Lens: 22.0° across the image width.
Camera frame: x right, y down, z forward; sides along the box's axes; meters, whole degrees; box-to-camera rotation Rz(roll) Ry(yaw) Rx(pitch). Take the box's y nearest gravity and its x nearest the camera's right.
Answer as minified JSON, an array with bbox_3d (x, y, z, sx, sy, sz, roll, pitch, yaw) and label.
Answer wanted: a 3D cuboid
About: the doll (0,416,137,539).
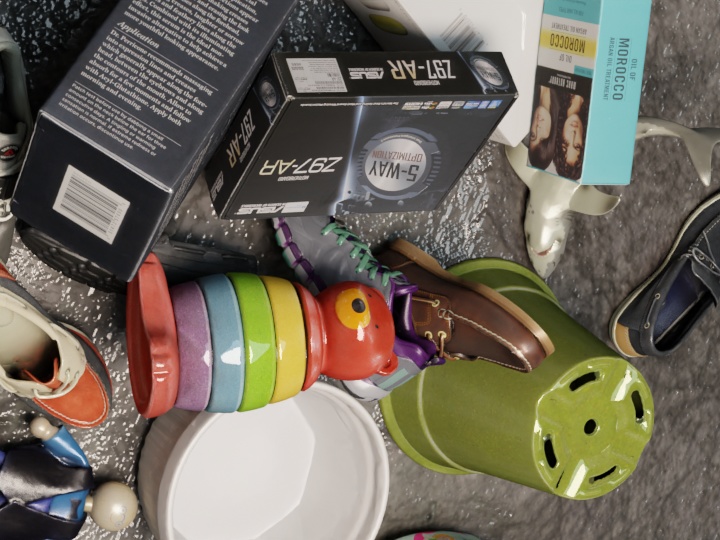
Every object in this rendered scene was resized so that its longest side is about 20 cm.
[{"bbox_3d":[-0.270,0.180,1.442,0.199,0.048,0.137,6,101,-27],"label":"doll"}]

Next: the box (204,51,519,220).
[{"bbox_3d":[-0.001,-0.103,1.419,0.199,0.044,0.160,-3,149,-29],"label":"box"}]

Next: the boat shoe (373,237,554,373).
[{"bbox_3d":[0.071,0.041,1.510,0.070,0.200,0.070,-43,131,-17],"label":"boat shoe"}]

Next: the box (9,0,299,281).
[{"bbox_3d":[-0.147,-0.120,1.319,0.107,0.148,0.200,31,59,-3],"label":"box"}]

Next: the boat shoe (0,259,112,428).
[{"bbox_3d":[-0.246,0.063,1.397,0.071,0.063,0.200,-36,132,-2],"label":"boat shoe"}]

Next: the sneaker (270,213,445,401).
[{"bbox_3d":[0.000,0.000,1.486,0.074,0.087,0.200,-18,82,-64],"label":"sneaker"}]

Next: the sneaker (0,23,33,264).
[{"bbox_3d":[-0.276,-0.082,1.349,0.074,0.088,0.201,-7,108,-29],"label":"sneaker"}]

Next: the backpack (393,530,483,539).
[{"bbox_3d":[0.074,0.335,1.626,0.177,0.150,0.201,7,95,-29],"label":"backpack"}]

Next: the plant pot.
[{"bbox_3d":[0.145,0.108,1.573,0.199,0.190,0.201,-8,107,-26],"label":"plant pot"}]

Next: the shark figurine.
[{"bbox_3d":[0.218,-0.100,1.612,0.128,0.214,0.089,60,29,2],"label":"shark figurine"}]

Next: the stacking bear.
[{"bbox_3d":[-0.070,0.050,1.398,0.199,0.122,0.114,-4,147,-15],"label":"stacking bear"}]

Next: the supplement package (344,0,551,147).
[{"bbox_3d":[0.091,-0.229,1.498,0.156,0.111,0.200,-48,120,-10],"label":"supplement package"}]

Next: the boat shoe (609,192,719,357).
[{"bbox_3d":[0.313,0.005,1.714,0.200,0.062,0.075,-47,118,-12],"label":"boat shoe"}]

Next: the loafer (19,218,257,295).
[{"bbox_3d":[-0.169,-0.013,1.443,0.200,0.068,0.071,21,72,-28],"label":"loafer"}]

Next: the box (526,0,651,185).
[{"bbox_3d":[0.180,-0.172,1.452,0.049,0.082,0.201,-1,103,-28],"label":"box"}]

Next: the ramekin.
[{"bbox_3d":[-0.087,0.171,1.510,0.200,0.105,0.201,-8,106,-27],"label":"ramekin"}]
